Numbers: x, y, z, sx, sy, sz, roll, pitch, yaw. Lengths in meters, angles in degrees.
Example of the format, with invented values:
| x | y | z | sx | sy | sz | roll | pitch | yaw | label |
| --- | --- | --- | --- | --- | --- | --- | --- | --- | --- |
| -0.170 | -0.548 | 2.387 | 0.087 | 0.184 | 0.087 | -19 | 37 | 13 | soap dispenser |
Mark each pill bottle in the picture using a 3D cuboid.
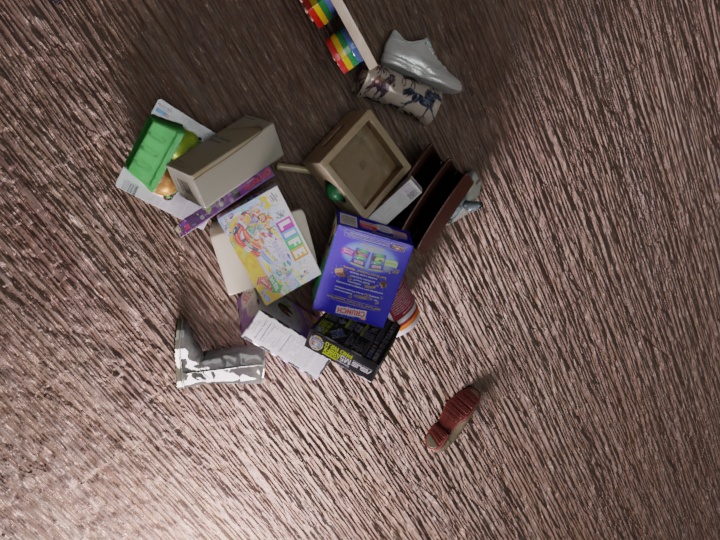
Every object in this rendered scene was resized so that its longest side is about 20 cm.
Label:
| x | y | z | sx | sy | sz | roll | pitch | yaw | label |
| --- | --- | --- | --- | --- | --- | --- | --- | --- | --- |
| 0.053 | 0.044 | 1.389 | 0.111 | 0.113 | 0.203 | -30 | 114 | -7 | pill bottle |

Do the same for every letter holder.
| x | y | z | sx | sy | sz | roll | pitch | yaw | label |
| --- | --- | --- | --- | --- | --- | --- | --- | --- | --- |
| 0.145 | -0.155 | 1.328 | 0.202 | 0.100 | 0.142 | -56 | 159 | 4 | letter holder |

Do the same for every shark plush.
| x | y | z | sx | sy | sz | roll | pitch | yaw | label |
| --- | --- | --- | --- | --- | --- | --- | --- | --- | --- |
| 0.199 | -0.153 | 1.426 | 0.196 | 0.091 | 0.085 | -29 | 95 | 14 | shark plush |

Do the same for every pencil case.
| x | y | z | sx | sy | sz | roll | pitch | yaw | label |
| --- | --- | --- | --- | --- | --- | --- | --- | --- | --- |
| 0.081 | -0.375 | 1.283 | 0.195 | 0.089 | 0.080 | 15 | 91 | -24 | pencil case |

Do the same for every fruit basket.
| x | y | z | sx | sy | sz | roll | pitch | yaw | label |
| --- | --- | --- | --- | --- | --- | --- | --- | --- | --- |
| -0.354 | -0.206 | 1.197 | 0.198 | 0.093 | 0.188 | 26 | 98 | -40 | fruit basket |

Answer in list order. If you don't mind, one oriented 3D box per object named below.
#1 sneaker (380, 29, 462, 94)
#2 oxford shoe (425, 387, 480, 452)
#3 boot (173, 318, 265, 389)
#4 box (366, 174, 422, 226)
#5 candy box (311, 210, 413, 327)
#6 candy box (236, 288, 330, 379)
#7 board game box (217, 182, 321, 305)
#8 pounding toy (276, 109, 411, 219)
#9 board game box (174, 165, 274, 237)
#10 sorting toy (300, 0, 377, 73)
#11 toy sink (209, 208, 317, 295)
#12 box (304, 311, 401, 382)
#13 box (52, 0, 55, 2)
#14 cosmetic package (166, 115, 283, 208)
| x | y | z | sx | sy | sz | roll | pitch | yaw | label |
| --- | --- | --- | --- | --- | --- | --- | --- | --- | --- |
| 0.142 | -0.448 | 1.293 | 0.195 | 0.075 | 0.091 | 18 | 89 | -22 | sneaker |
| 0.251 | 0.398 | 1.608 | 0.200 | 0.070 | 0.075 | -47 | 142 | -2 | oxford shoe |
| -0.308 | 0.182 | 1.331 | 0.194 | 0.073 | 0.186 | -1 | 121 | -12 | boot |
| 0.046 | -0.118 | 1.266 | 0.041 | 0.039 | 0.199 | 44 | 110 | -11 | box |
| 0.000 | 0.000 | 1.261 | 0.164 | 0.078 | 0.204 | 15 | 115 | -10 | candy box |
| -0.166 | 0.123 | 1.306 | 0.198 | 0.168 | 0.072 | 34 | 100 | -24 | candy box |
| -0.179 | -0.051 | 1.199 | 0.132 | 0.034 | 0.204 | -29 | 112 | -4 | board game box |
| -0.038 | -0.220 | 1.278 | 0.201 | 0.141 | 0.185 | -48 | 116 | -11 | pounding toy |
| -0.268 | -0.135 | 1.185 | 0.199 | 0.119 | 0.033 | -38 | 98 | -25 | board game box |
| -0.053 | -0.477 | 1.149 | 0.068 | 0.200 | 0.202 | -29 | 115 | 10 | sorting toy |
| -0.204 | -0.055 | 1.270 | 0.195 | 0.112 | 0.134 | -18 | 112 | -7 | toy sink |
| -0.011 | 0.137 | 1.280 | 0.157 | 0.200 | 0.045 | 26 | 114 | 8 | box |
| -0.544 | -0.566 | 0.988 | 0.132 | 0.115 | 0.200 | -45 | 114 | 1 | box |
| -0.255 | -0.211 | 1.150 | 0.199 | 0.102 | 0.074 | -42 | 134 | -28 | cosmetic package |
